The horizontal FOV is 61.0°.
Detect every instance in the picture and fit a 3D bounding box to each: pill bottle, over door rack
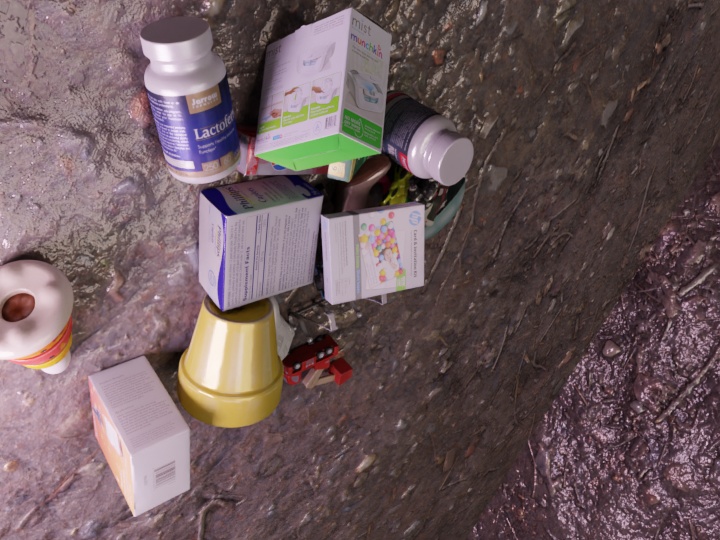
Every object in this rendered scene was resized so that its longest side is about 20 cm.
[{"bbox_3d":[0.113,-0.245,1.148,0.117,0.199,0.122,-25,135,-27],"label":"pill bottle"},{"bbox_3d":[-0.238,-0.238,0.862,0.114,0.115,0.204,-28,137,-25],"label":"pill bottle"},{"bbox_3d":[-0.048,0.092,1.270,0.145,0.198,0.069,-25,99,-30],"label":"over door rack"}]

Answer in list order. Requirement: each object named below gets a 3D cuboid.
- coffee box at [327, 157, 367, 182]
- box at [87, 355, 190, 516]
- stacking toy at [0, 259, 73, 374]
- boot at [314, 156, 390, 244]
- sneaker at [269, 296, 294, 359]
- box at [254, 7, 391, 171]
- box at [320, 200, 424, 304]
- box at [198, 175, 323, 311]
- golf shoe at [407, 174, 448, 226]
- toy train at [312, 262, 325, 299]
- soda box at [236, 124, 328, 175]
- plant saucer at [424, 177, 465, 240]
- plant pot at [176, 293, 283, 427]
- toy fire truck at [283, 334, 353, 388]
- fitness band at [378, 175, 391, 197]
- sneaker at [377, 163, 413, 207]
[{"bbox_3d":[-0.006,-0.242,1.062,0.201,0.043,0.127,-61,164,-63],"label":"coffee box"},{"bbox_3d":[-0.384,0.282,1.063,0.104,0.199,0.156,-18,132,-36],"label":"box"},{"bbox_3d":[-0.474,0.094,0.907,0.144,0.147,0.202,-32,157,-22],"label":"stacking toy"},{"bbox_3d":[-0.010,-0.119,1.191,0.194,0.071,0.149,-21,123,12],"label":"boot"},{"bbox_3d":[-0.182,0.116,1.259,0.099,0.074,0.204,-37,146,-39],"label":"sneaker"},{"bbox_3d":[-0.061,-0.260,0.910,0.095,0.196,0.183,13,79,-44],"label":"box"},{"bbox_3d":[0.026,-0.034,1.123,0.194,0.041,0.161,-10,110,-25],"label":"box"},{"bbox_3d":[-0.178,-0.055,1.080,0.196,0.104,0.189,-17,131,-37],"label":"box"},{"bbox_3d":[0.148,-0.181,1.230,0.202,0.075,0.090,-60,144,-37],"label":"golf shoe"},{"bbox_3d":[0.000,0.000,1.235,0.194,0.090,0.114,-17,179,3],"label":"toy train"},{"bbox_3d":[-0.127,-0.204,1.039,0.196,0.069,0.065,-9,122,-42],"label":"soda box"},{"bbox_3d":[0.163,-0.118,1.326,0.039,0.201,0.201,44,84,-9],"label":"plant saucer"},{"bbox_3d":[-0.232,0.144,1.118,0.197,0.199,0.195,-11,123,-39],"label":"plant pot"},{"bbox_3d":[-0.103,0.228,1.433,0.196,0.049,0.145,-21,134,-33],"label":"toy fire truck"},{"bbox_3d":[0.011,-0.109,1.289,0.141,0.037,0.205,-14,128,-38],"label":"fitness band"},{"bbox_3d":[0.096,-0.152,1.251,0.083,0.073,0.204,42,61,-33],"label":"sneaker"}]
